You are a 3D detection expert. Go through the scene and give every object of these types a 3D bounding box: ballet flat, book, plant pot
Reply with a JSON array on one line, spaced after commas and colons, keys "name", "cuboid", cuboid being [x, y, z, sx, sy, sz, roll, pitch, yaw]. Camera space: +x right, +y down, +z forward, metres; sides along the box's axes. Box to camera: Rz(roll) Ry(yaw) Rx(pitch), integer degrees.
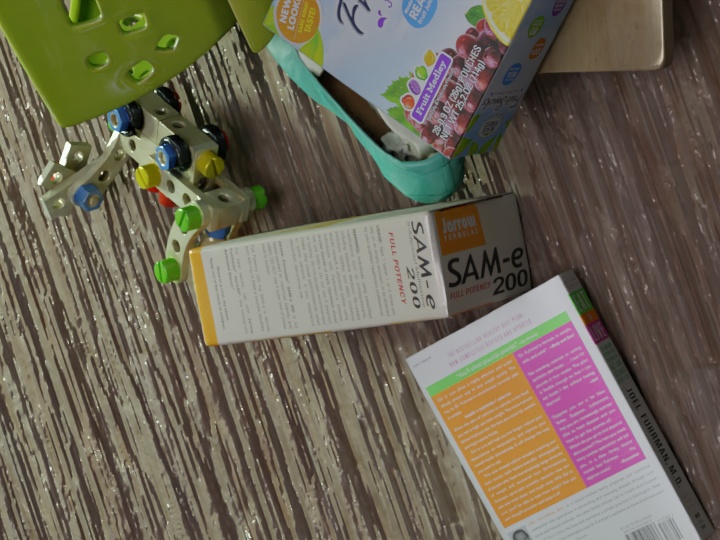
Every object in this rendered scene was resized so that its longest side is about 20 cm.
[{"name": "ballet flat", "cuboid": [0.003, -0.133, 1.319, 0.200, 0.067, 0.070, 49, 163, 18]}, {"name": "book", "cuboid": [0.136, 0.117, 1.307, 0.133, 0.048, 0.201, -30, 85, 31]}, {"name": "plant pot", "cuboid": [-0.153, -0.246, 1.286, 0.181, 0.201, 0.199, -13, 133, 12]}]

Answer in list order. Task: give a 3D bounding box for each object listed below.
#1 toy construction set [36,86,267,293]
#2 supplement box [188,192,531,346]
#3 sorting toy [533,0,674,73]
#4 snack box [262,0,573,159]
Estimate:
[{"name": "toy construction set", "cuboid": [-0.149, -0.057, 1.429, 0.200, 0.092, 0.132, 27, 128, 26]}, {"name": "supplement box", "cuboid": [0.000, 0.000, 1.320, 0.199, 0.126, 0.074, -8, 94, 33]}, {"name": "sorting toy", "cuboid": [0.115, -0.230, 1.241, 0.198, 0.070, 0.201, 2, 99, 31]}, {"name": "snack box", "cuboid": [0.051, -0.199, 1.204, 0.168, 0.068, 0.201, 38, 115, 22]}]
